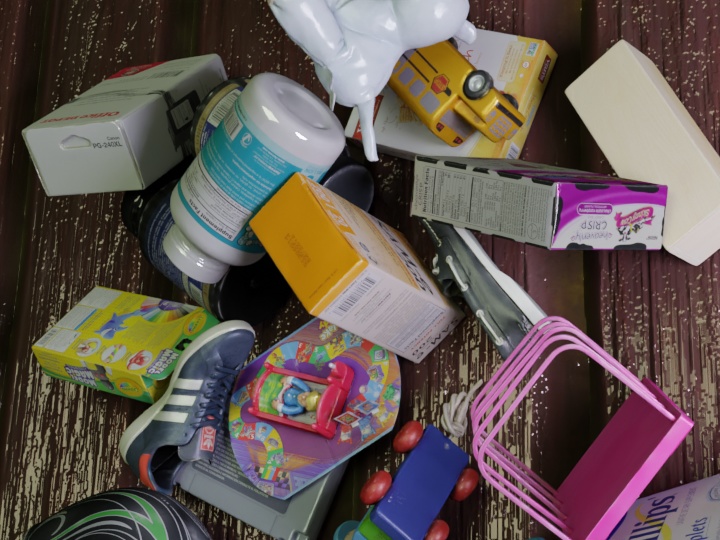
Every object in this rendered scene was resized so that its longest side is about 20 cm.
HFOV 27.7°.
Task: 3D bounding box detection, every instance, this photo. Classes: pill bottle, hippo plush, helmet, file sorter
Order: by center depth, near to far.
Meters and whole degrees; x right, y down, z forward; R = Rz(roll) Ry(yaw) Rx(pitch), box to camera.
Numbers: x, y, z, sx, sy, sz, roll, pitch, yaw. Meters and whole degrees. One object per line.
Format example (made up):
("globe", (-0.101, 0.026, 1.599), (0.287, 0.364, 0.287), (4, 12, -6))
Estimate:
("file sorter", (0.170, 0.127, 1.210), (0.125, 0.200, 0.139), (38, 95, 0))
("hippo plush", (0.013, -0.247, 1.366), (0.160, 0.160, 0.201), (-33, 38, 8))
("pill bottle", (-0.110, -0.083, 1.404), (0.200, 0.110, 0.111), (-51, 52, 24))
("helmet", (-0.225, 0.311, 1.428), (0.188, 0.200, 0.202), (-9, 66, 6))
("pill bottle", (-0.081, -0.115, 1.530), (0.200, 0.112, 0.112), (37, 94, 37))
("pill bottle", (-0.168, -0.031, 1.564), (0.199, 0.112, 0.112), (36, 93, 36))

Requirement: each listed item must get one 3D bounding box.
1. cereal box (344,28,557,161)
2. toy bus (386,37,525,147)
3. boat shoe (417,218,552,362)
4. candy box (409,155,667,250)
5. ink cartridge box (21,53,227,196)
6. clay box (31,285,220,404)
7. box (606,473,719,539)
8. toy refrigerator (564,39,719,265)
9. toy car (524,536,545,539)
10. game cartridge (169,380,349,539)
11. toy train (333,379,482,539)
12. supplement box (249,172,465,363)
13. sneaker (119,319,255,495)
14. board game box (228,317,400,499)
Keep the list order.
("cereal box", (0.089, -0.180, 1.497), (0.199, 0.039, 0.145), (16, 82, 36))
("toy bus", (0.075, -0.192, 1.445), (0.078, 0.065, 0.200), (-46, 54, 10))
("boat shoe", (0.102, 0.004, 1.399), (0.060, 0.076, 0.200), (-43, 54, 5))
("candy box", (0.156, -0.062, 1.309), (0.199, 0.135, 0.062), (18, 105, 54))
("ink cartridge box", (-0.252, -0.161, 1.614), (0.144, 0.084, 0.200), (-2, 27, 32))
("clay box", (-0.246, 0.081, 1.580), (0.198, 0.048, 0.115), (11, 44, 36))
("box", (0.271, 0.239, 1.122), (0.199, 0.184, 0.106), (-24, 95, 24))
("toy refrigerator", (0.274, -0.108, 1.334), (0.076, 0.070, 0.201), (-42, 55, 22))
("toy car", (0.063, 0.314, 1.228), (0.183, 0.200, 0.179), (-21, 65, 24))
("game cartridge", (-0.101, 0.189, 1.487), (0.199, 0.041, 0.134), (20, 88, 36))
("toy train", (0.051, 0.194, 1.364), (0.084, 0.200, 0.116), (40, 134, -2))
("supplement box", (0.000, 0.000, 1.388), (0.074, 0.199, 0.126), (-45, 57, 12))
("sneaker", (-0.161, 0.144, 1.479), (0.201, 0.075, 0.085), (-53, 50, 17))
("board game box", (-0.057, 0.122, 1.439), (0.199, 0.039, 0.159), (-34, 55, 13))
